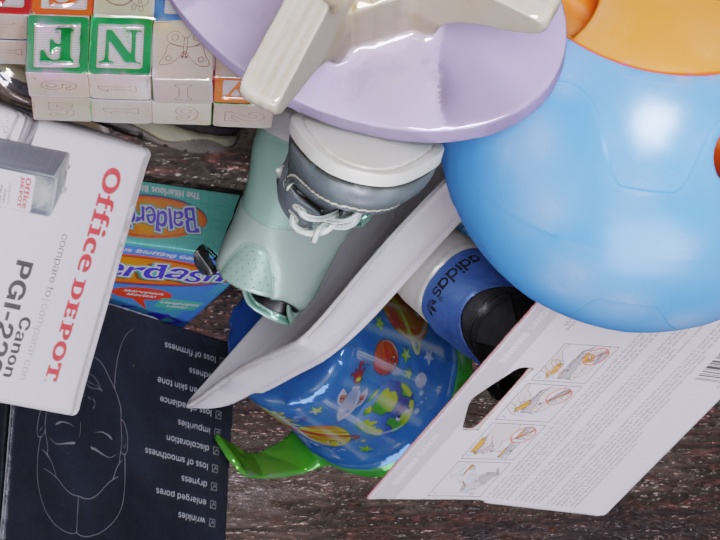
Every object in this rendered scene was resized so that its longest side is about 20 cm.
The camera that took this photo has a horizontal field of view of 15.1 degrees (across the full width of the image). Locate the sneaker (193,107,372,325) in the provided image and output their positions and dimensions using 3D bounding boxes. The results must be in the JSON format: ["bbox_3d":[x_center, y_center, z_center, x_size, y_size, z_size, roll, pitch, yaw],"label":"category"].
[{"bbox_3d":[-0.027,-0.033,1.489,0.074,0.119,0.200,25,-170,16],"label":"sneaker"}]

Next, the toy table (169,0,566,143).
[{"bbox_3d":[-0.003,-0.139,1.183,0.199,0.185,0.117,15,168,5],"label":"toy table"}]

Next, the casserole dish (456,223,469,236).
[{"bbox_3d":[0.130,-0.023,1.696,0.199,0.039,0.121,11,158,-28],"label":"casserole dish"}]

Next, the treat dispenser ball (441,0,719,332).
[{"bbox_3d":[0.137,-0.071,1.314,0.200,0.202,0.201,1,161,0],"label":"treat dispenser ball"}]

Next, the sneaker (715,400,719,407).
[{"bbox_3d":[0.261,0.081,1.583,0.199,0.115,0.076,-3,159,17],"label":"sneaker"}]

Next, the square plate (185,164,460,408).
[{"bbox_3d":[0.000,0.000,1.548,0.028,0.198,0.200,46,155,-6],"label":"square plate"}]

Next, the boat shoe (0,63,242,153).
[{"bbox_3d":[-0.121,-0.108,1.386,0.074,0.074,0.200,20,-176,33],"label":"boat shoe"}]

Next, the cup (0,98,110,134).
[{"bbox_3d":[-0.252,-0.052,1.441,0.200,0.201,0.143,20,177,-44],"label":"cup"}]

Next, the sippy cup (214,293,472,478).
[{"bbox_3d":[-0.016,0.056,1.765,0.139,0.179,0.130,10,170,34],"label":"sippy cup"}]

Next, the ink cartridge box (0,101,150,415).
[{"bbox_3d":[-0.215,-0.018,1.328,0.085,0.146,0.200,18,-177,44],"label":"ink cartridge box"}]

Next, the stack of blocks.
[{"bbox_3d":[-0.137,-0.133,1.273,0.199,0.116,0.059,2,161,-4],"label":"stack of blocks"}]

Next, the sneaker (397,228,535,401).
[{"bbox_3d":[0.107,0.042,1.624,0.077,0.111,0.200,-50,152,5],"label":"sneaker"}]

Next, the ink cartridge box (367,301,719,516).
[{"bbox_3d":[0.117,0.061,1.511,0.176,0.045,0.200,8,138,-33],"label":"ink cartridge box"}]

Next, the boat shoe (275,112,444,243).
[{"bbox_3d":[-0.005,-0.043,1.283,0.072,0.062,0.200,12,-170,-7],"label":"boat shoe"}]

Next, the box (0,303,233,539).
[{"bbox_3d":[-0.192,0.129,1.766,0.124,0.197,0.200,-14,157,40],"label":"box"}]

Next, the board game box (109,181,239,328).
[{"bbox_3d":[-0.168,-0.006,1.744,0.151,0.045,0.200,8,159,-19],"label":"board game box"}]
